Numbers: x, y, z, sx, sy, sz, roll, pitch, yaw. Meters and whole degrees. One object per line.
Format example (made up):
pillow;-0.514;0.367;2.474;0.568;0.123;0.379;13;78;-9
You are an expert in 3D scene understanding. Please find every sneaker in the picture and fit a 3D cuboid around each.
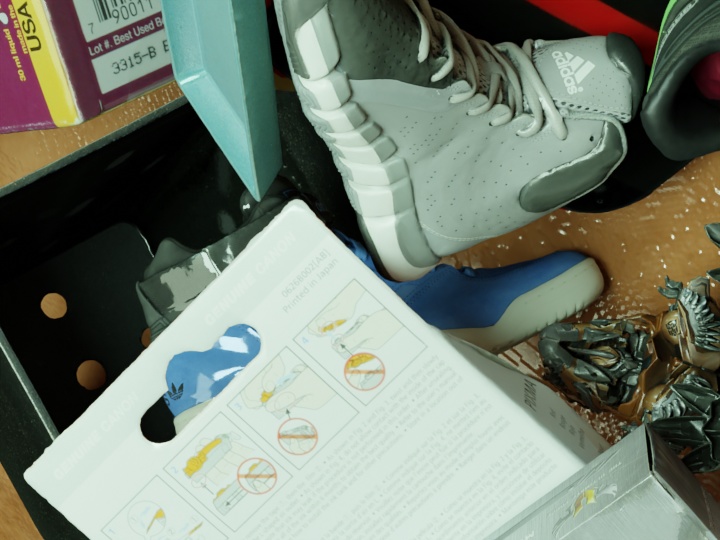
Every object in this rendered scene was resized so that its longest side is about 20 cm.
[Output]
sneaker;0.174;-0.066;0.640;0.200;0.084;0.077;-10;130;51
sneaker;0.000;0.000;0.876;0.077;0.199;0.112;82;167;-84
sneaker;0.038;-0.075;0.691;0.200;0.115;0.075;65;-169;-60

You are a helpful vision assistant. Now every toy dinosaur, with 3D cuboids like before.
toy dinosaur;0.168;0.042;0.794;0.199;0.136;0.103;-9;69;14

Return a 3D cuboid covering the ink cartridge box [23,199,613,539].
ink cartridge box;-0.002;0.088;0.765;0.200;0.050;0.162;43;107;-7

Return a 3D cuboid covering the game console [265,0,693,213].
game console;0.076;-0.102;0.732;0.177;0.200;0.031;-42;39;36

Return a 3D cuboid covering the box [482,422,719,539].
box;0.078;0.176;0.738;0.200;0.048;0.158;-37;102;16

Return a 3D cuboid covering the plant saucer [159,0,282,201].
plant saucer;-0.053;-0.102;0.702;0.070;0.019;0.200;56;165;25

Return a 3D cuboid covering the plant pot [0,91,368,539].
plant pot;-0.104;0.041;0.983;0.200;0.200;0.177;61;149;-3

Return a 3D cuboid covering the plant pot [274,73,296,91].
plant pot;-0.025;-0.182;0.779;0.200;0.201;0.189;14;138;38

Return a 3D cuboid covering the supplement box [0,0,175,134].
supplement box;-0.168;-0.131;0.978;0.200;0.131;0.104;-1;113;45
